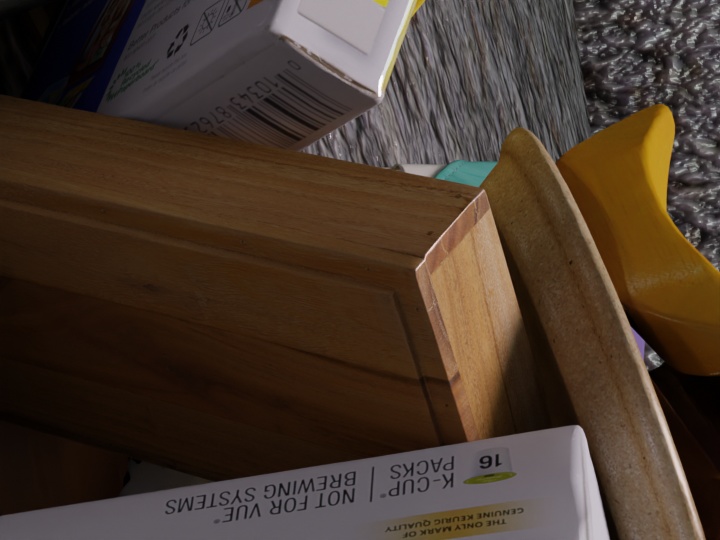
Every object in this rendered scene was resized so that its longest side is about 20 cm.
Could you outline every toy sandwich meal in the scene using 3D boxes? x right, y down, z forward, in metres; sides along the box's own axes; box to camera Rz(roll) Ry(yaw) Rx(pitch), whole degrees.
[{"bbox_3d":[0.091,0.046,0.702,0.205,0.070,0.206,161,-90,-88],"label":"toy sandwich meal"}]

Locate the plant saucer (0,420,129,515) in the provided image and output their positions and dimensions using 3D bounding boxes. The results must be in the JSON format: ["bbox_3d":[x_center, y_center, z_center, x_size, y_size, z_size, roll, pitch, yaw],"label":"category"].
[{"bbox_3d":[-0.080,0.051,0.882,0.200,0.037,0.201,-10,90,-80],"label":"plant saucer"}]

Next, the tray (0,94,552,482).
[{"bbox_3d":[-0.047,0.011,0.688,0.037,0.199,0.099,-47,134,-34],"label":"tray"}]

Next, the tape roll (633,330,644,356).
[{"bbox_3d":[0.032,0.075,1.027,0.200,0.085,0.201,-44,144,-45],"label":"tape roll"}]

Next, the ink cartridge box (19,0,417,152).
[{"bbox_3d":[-0.031,-0.104,0.754,0.047,0.197,0.200,33,59,-19],"label":"ink cartridge box"}]

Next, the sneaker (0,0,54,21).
[{"bbox_3d":[-0.130,-0.129,0.742,0.201,0.075,0.116,-94,162,-73],"label":"sneaker"}]

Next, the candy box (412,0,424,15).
[{"bbox_3d":[-0.015,-0.063,0.782,0.026,0.200,0.102,39,20,-5],"label":"candy box"}]

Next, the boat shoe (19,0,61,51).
[{"bbox_3d":[-0.094,-0.132,0.900,0.072,0.067,0.200,-91,166,-44],"label":"boat shoe"}]

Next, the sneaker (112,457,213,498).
[{"bbox_3d":[-0.045,0.057,0.782,0.080,0.200,0.074,45,-17,-6],"label":"sneaker"}]

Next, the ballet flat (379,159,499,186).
[{"bbox_3d":[0.000,0.000,0.893,0.200,0.070,0.067,-37,162,-42],"label":"ballet flat"}]

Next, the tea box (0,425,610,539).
[{"bbox_3d":[-0.028,0.160,0.596,0.197,0.199,0.134,-86,162,-51],"label":"tea box"}]

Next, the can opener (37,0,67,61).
[{"bbox_3d":[-0.030,-0.109,0.898,0.200,0.063,0.079,-49,154,-23],"label":"can opener"}]
